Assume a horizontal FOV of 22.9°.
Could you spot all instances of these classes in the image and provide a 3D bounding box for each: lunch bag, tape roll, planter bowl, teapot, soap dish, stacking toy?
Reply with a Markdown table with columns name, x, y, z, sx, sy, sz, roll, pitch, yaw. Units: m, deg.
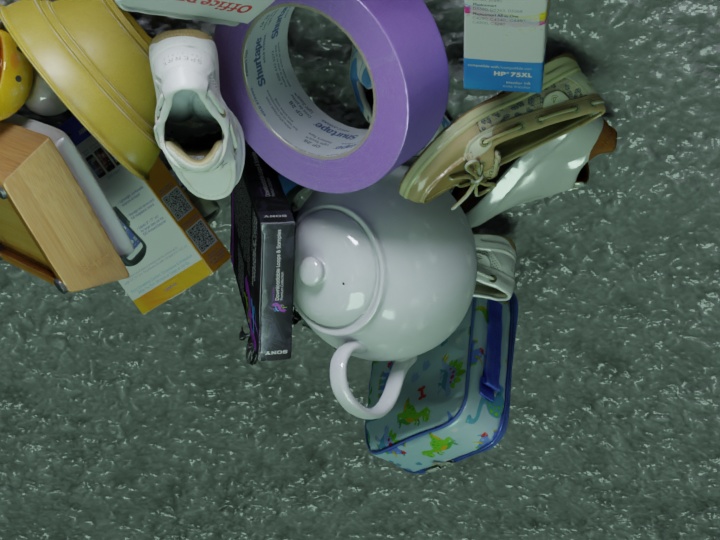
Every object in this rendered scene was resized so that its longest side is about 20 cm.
| name | x | y | z | sx | sy | sz | roll | pitch | yaw |
| --- | --- | --- | --- | --- | --- | --- | --- | --- | --- |
| lunch bag | 0.087 | 0.105 | 1.840 | 0.082 | 0.200 | 0.161 | 31 | 139 | -32 |
| tape roll | -0.026 | -0.168 | 1.484 | 0.200 | 0.066 | 0.200 | 20 | 127 | 28 |
| planter bowl | -0.219 | -0.179 | 1.542 | 0.083 | 0.200 | 0.200 | -39 | 134 | 3 |
| teapot | 0.000 | 0.000 | 1.623 | 0.146 | 0.200 | 0.198 | -11 | 137 | -51 |
| soap dish | -0.311 | -0.066 | 1.668 | 0.200 | 0.081 | 0.157 | 19 | 143 | 53 |
| stacking toy | -0.347 | -0.181 | 1.600 | 0.200 | 0.146 | 0.146 | 7 | 152 | -36 |

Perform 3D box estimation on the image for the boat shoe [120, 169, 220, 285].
| name | x | y | z | sx | sy | sz | roll | pitch | yaw |
| --- | --- | --- | --- | --- | --- | --- | --- | --- | --- |
| boat shoe | -0.199 | -0.027 | 1.800 | 0.062 | 0.072 | 0.200 | 50 | 144 | 13 |

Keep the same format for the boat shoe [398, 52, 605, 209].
| name | x | y | z | sx | sy | sz | roll | pitch | yaw |
| --- | --- | --- | --- | --- | --- | --- | --- | --- | --- |
| boat shoe | 0.122 | -0.113 | 1.530 | 0.200 | 0.063 | 0.073 | -36 | 170 | -12 |

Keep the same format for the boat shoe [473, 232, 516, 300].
| name | x | y | z | sx | sy | sz | roll | pitch | yaw |
| --- | --- | --- | --- | --- | --- | --- | --- | --- | --- |
| boat shoe | 0.056 | 0.000 | 1.748 | 0.200 | 0.069 | 0.071 | 1 | 152 | -3 |

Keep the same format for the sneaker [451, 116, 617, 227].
| name | x | y | z | sx | sy | sz | roll | pitch | yaw |
| --- | --- | --- | --- | --- | --- | --- | --- | --- | --- |
| sneaker | 0.161 | -0.084 | 1.659 | 0.085 | 0.073 | 0.200 | 27 | 140 | -23 |

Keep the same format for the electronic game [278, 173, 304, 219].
| name | x | y | z | sx | sy | sz | roll | pitch | yaw |
| --- | --- | --- | --- | --- | --- | --- | --- | --- | --- |
| electronic game | -0.009 | -0.057 | 1.761 | 0.200 | 0.042 | 0.200 | 5 | 146 | 3 |

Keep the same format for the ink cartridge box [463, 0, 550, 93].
| name | x | y | z | sx | sy | sz | roll | pitch | yaw |
| --- | --- | --- | --- | --- | --- | --- | --- | --- | --- |
| ink cartridge box | 0.118 | -0.246 | 1.386 | 0.067 | 0.116 | 0.200 | 5 | 147 | 5 |

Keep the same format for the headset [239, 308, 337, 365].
| name | x | y | z | sx | sy | sz | roll | pitch | yaw |
| --- | --- | --- | --- | --- | --- | --- | --- | --- | --- |
| headset | -0.035 | 0.050 | 1.781 | 0.123 | 0.094 | 0.200 | 27 | -163 | 39 |

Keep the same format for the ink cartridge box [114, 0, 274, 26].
| name | x | y | z | sx | sy | sz | roll | pitch | yaw |
| --- | --- | --- | --- | --- | --- | --- | --- | --- | --- |
| ink cartridge box | -0.089 | -0.278 | 1.347 | 0.145 | 0.084 | 0.200 | 2 | 152 | -48 |

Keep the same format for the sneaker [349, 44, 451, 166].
| name | x | y | z | sx | sy | sz | roll | pitch | yaw |
| --- | --- | --- | --- | --- | --- | --- | --- | --- | --- |
| sneaker | 0.038 | -0.136 | 1.608 | 0.072 | 0.073 | 0.200 | -8 | 145 | 19 |

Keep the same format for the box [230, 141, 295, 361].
| name | x | y | z | sx | sy | sz | roll | pitch | yaw |
| --- | --- | --- | --- | --- | --- | --- | --- | --- | --- |
| box | -0.092 | -0.028 | 1.643 | 0.036 | 0.200 | 0.143 | -3 | 120 | -10 |

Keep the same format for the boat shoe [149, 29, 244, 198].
| name | x | y | z | sx | sy | sz | roll | pitch | yaw |
| --- | --- | --- | --- | --- | --- | --- | --- | --- | --- |
| boat shoe | -0.138 | -0.110 | 1.463 | 0.071 | 0.069 | 0.200 | -7 | 147 | 3 |

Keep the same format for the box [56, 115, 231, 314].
| name | x | y | z | sx | sy | sz | roll | pitch | yaw |
| --- | --- | --- | --- | --- | --- | --- | --- | --- | --- |
| box | -0.228 | -0.064 | 1.734 | 0.119 | 0.041 | 0.200 | -28 | 100 | 41 |
